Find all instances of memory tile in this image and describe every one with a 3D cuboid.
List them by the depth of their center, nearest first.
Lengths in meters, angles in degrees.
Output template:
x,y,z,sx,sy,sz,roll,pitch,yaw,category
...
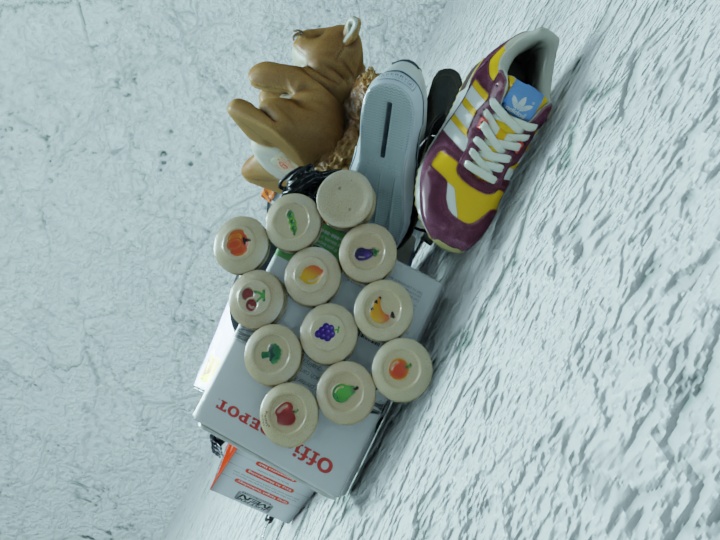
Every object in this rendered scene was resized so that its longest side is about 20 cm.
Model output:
x,y,z,sx,sy,sz,roll,pitch,yaw,category
-0.033,0.028,0.734,0.151,0.203,0.017,-20,-17,6,memory tile

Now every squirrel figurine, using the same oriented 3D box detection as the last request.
x,y,z,sx,sy,sz,roll,pitch,yaw,category
-0.028,-0.183,0.999,0.188,0.197,0.142,-61,-20,-23,squirrel figurine

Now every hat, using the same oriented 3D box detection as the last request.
x,y,z,sx,sy,sz,roll,pitch,yaw,category
0.087,-0.099,0.893,0.201,0.080,0.204,-160,89,-80,hat

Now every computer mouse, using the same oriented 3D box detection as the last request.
x,y,z,sx,sy,sz,roll,pitch,yaw,category
-0.080,-0.013,0.868,0.203,0.052,0.138,-69,-16,11,computer mouse

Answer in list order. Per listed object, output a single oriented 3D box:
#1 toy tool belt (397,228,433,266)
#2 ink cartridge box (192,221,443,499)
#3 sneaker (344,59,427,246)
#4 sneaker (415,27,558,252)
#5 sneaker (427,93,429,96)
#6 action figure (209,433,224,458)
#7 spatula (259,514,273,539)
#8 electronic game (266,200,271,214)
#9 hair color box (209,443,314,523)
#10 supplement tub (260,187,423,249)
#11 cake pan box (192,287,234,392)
x,y,z,sx,sy,sz,roll,pitch,yaw,category
0.000,0.000,0.986,0.123,0.124,0.201,-46,15,38,toy tool belt
-0.033,0.074,0.783,0.202,0.144,0.084,-62,-9,-6,ink cartridge box
0.026,-0.092,0.808,0.071,0.072,0.202,-56,-14,-49,sneaker
0.107,-0.113,0.743,0.090,0.074,0.203,-34,34,64,sneaker
0.084,-0.176,1.253,0.202,0.073,0.080,-64,9,-9,sneaker
-0.113,0.185,1.215,0.198,0.102,0.120,-25,-43,-23,action figure
-0.107,0.303,1.022,0.202,0.020,0.057,-66,6,-30,spatula
-0.039,-0.061,1.210,0.041,0.199,0.202,-28,30,49,electronic game
-0.075,0.177,0.929,0.201,0.100,0.062,-56,13,42,hair color box
-0.017,-0.086,1.114,0.124,0.198,0.123,-61,6,12,supplement tub
-0.078,0.080,1.019,0.052,0.199,0.187,16,77,40,cake pan box
